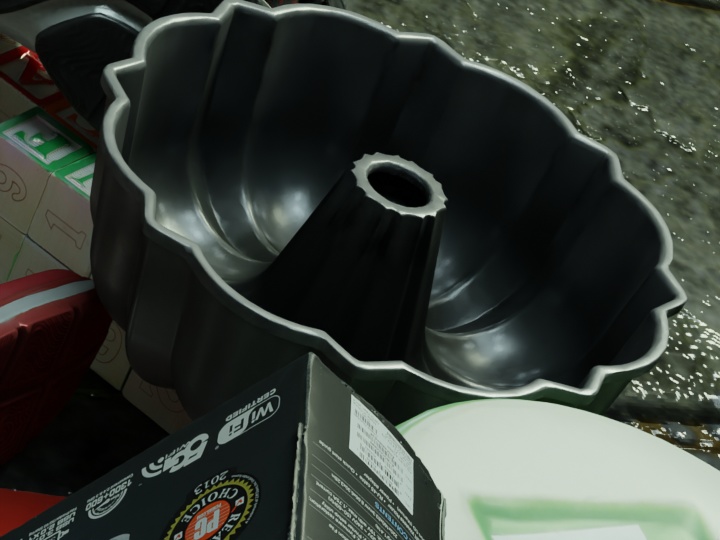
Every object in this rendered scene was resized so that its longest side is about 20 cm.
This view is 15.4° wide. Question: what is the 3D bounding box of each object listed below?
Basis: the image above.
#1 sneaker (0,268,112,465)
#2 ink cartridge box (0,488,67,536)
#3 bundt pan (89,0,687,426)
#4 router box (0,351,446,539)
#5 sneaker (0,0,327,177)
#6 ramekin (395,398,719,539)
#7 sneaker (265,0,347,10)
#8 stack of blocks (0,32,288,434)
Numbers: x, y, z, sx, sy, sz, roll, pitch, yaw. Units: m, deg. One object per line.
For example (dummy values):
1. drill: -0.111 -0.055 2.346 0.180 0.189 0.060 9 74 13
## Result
1. sneaker: -0.172 0.017 0.827 0.115 0.079 0.200 40 33 17
2. ink cartridge box: -0.022 0.132 0.804 0.162 0.057 0.201 11 40 -25
3. bundt pan: 0.000 0.000 0.864 0.201 0.076 0.202 16 35 -12
4. router box: -0.074 0.126 0.629 0.062 0.199 0.150 48 22 -26
5. sneaker: -0.102 -0.112 0.952 0.200 0.076 0.115 30 16 -20
6. ramekin: 0.059 0.128 0.736 0.199 0.098 0.200 21 32 -13
7. sneaker: -0.037 -0.094 1.026 0.071 0.098 0.201 -40 94 -23
8. stack of blocks: -0.099 -0.037 0.975 0.200 0.059 0.115 38 33 15
